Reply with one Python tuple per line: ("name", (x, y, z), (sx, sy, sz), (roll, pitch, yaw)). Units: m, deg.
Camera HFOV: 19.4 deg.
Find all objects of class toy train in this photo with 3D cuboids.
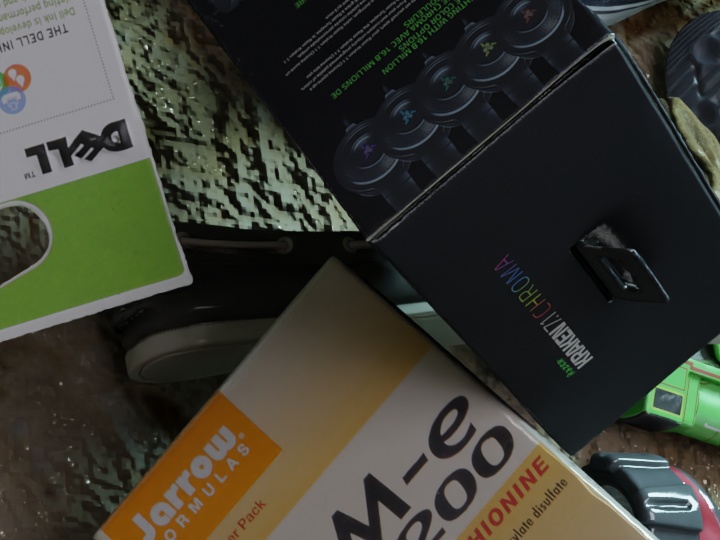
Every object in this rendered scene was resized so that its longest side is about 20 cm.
("toy train", (0.136, 0.044, 0.912), (0.199, 0.042, 0.057), (19, 73, -30))

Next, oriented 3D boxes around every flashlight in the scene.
("flashlight", (0.168, 0.115, 0.897), (0.199, 0.068, 0.068), (6, 26, -38))

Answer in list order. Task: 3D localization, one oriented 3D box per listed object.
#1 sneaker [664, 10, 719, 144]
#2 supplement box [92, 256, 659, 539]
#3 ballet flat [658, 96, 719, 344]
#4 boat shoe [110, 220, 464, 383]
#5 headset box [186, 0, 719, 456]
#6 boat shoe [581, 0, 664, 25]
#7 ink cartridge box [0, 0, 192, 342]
("sneaker", (0.208, -0.028, 0.986), (0.201, 0.070, 0.082), (61, 10, 11))
("supplement box", (0.027, 0.108, 0.706), (0.200, 0.074, 0.126), (41, 90, 8))
("ballet flat", (0.138, -0.010, 0.871), (0.072, 0.068, 0.200), (34, 21, -11))
("boat shoe", (0.000, 0.000, 0.798), (0.198, 0.067, 0.057), (-6, 75, -26))
("headset box", (0.029, -0.055, 0.687), (0.200, 0.093, 0.174), (54, 5, 36))
("boat shoe", (0.144, -0.163, 0.935), (0.199, 0.091, 0.071), (-11, 69, -23))
("ink cartridge box", (-0.148, -0.075, 0.677), (0.147, 0.076, 0.202), (-16, 96, 0))
